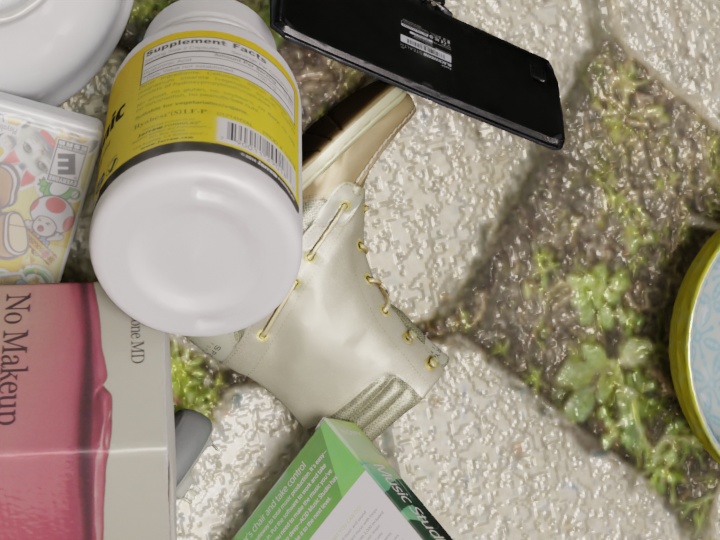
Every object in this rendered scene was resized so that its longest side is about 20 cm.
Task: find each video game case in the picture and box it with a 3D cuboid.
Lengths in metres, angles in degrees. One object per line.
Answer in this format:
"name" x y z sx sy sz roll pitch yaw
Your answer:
"video game case" -0.262 -0.023 0.988 0.198 0.023 0.184 14 108 -17

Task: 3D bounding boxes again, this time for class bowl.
"bowl" -0.215 -0.181 0.992 0.199 0.090 0.203 -1 93 -17
"bowl" 0.273 0.047 1.136 0.198 0.108 0.203 -1 92 -17

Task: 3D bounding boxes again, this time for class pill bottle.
"pill bottle" -0.086 -0.067 0.974 0.110 0.201 0.112 -1 127 -1

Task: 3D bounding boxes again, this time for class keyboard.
"keyboard" 0.031 -0.132 1.078 0.198 0.040 0.105 22 45 -21

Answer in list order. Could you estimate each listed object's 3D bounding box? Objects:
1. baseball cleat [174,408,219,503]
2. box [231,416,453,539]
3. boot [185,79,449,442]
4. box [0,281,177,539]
"baseball cleat" -0.178 0.135 1.025 0.200 0.070 0.107 -45 104 -11
"box" 0.002 0.203 1.010 0.145 0.200 0.036 -52 148 15
"boot" 0.000 0.000 1.073 0.154 0.072 0.200 41 86 -13
"box" -0.198 0.087 0.949 0.198 0.129 0.110 -2 134 -6
